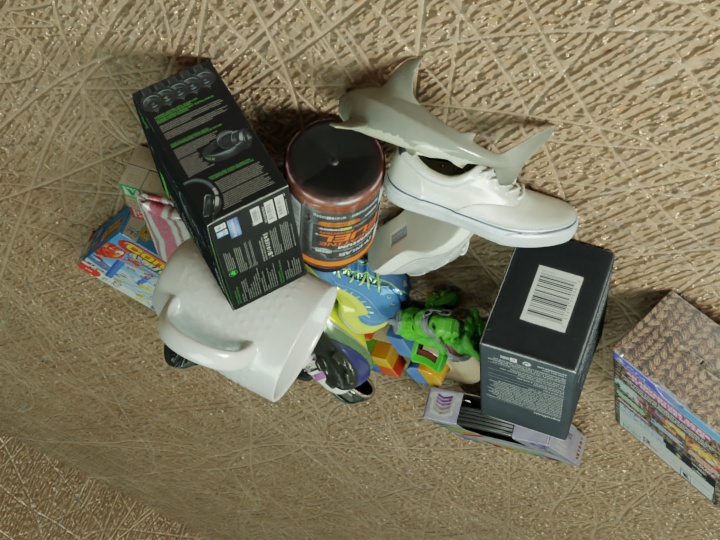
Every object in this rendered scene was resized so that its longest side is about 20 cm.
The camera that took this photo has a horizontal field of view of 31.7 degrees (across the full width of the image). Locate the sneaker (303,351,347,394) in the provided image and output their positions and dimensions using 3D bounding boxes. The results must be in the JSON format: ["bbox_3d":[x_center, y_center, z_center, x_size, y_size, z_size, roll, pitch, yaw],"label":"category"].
[{"bbox_3d":[-0.089,0.100,1.661,0.073,0.114,0.201,-28,104,35],"label":"sneaker"}]

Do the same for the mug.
[{"bbox_3d":[-0.145,0.051,1.405,0.175,0.200,0.148,28,117,8],"label":"mug"}]

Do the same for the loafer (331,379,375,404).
[{"bbox_3d":[-0.054,0.109,1.760,0.200,0.072,0.063,43,161,-16],"label":"loafer"}]

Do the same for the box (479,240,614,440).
[{"bbox_3d":[0.203,0.073,1.399,0.107,0.149,0.200,16,154,15],"label":"box"}]

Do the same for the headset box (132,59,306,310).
[{"bbox_3d":[-0.148,-0.092,1.320,0.200,0.093,0.174,58,168,28],"label":"headset box"}]

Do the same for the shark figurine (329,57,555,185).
[{"bbox_3d":[0.061,-0.146,1.171,0.214,0.090,0.128,22,-169,21],"label":"shark figurine"}]

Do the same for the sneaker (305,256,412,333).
[{"bbox_3d":[0.000,0.000,1.542,0.105,0.076,0.200,-12,141,23],"label":"sneaker"}]

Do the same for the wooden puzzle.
[{"bbox_3d":[0.046,0.100,1.711,0.199,0.046,0.185,7,151,30],"label":"wooden puzzle"}]

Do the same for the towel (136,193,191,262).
[{"bbox_3d":[-0.169,-0.023,1.521,0.199,0.030,0.146,17,154,12],"label":"towel"}]

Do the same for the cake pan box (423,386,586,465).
[{"bbox_3d":[0.202,0.214,1.753,0.184,0.052,0.200,9,167,23],"label":"cake pan box"}]

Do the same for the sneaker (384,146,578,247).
[{"bbox_3d":[0.124,-0.078,1.256,0.199,0.073,0.071,13,133,-3],"label":"sneaker"}]

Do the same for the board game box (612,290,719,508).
[{"bbox_3d":[0.369,0.145,1.395,0.159,0.097,0.200,41,166,28],"label":"board game box"}]

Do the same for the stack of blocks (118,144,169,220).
[{"bbox_3d":[-0.183,-0.085,1.514,0.199,0.059,0.115,18,155,11],"label":"stack of blocks"}]

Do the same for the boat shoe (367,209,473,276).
[{"bbox_3d":[0.081,-0.033,1.395,0.068,0.072,0.200,10,156,-26],"label":"boat shoe"}]

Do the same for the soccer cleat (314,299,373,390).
[{"bbox_3d":[-0.043,0.057,1.629,0.065,0.084,0.201,-18,100,36],"label":"soccer cleat"}]

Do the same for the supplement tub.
[{"bbox_3d":[-0.031,-0.070,1.360,0.107,0.107,0.200,20,156,6],"label":"supplement tub"}]

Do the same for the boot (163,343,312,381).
[{"bbox_3d":[-0.162,0.119,1.841,0.200,0.066,0.165,13,164,-38],"label":"boot"}]

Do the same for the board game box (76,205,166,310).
[{"bbox_3d":[-0.270,-0.002,1.763,0.200,0.056,0.196,32,154,-19],"label":"board game box"}]

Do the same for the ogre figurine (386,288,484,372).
[{"bbox_3d":[0.116,0.076,1.532,0.120,0.098,0.200,7,-167,38],"label":"ogre figurine"}]
